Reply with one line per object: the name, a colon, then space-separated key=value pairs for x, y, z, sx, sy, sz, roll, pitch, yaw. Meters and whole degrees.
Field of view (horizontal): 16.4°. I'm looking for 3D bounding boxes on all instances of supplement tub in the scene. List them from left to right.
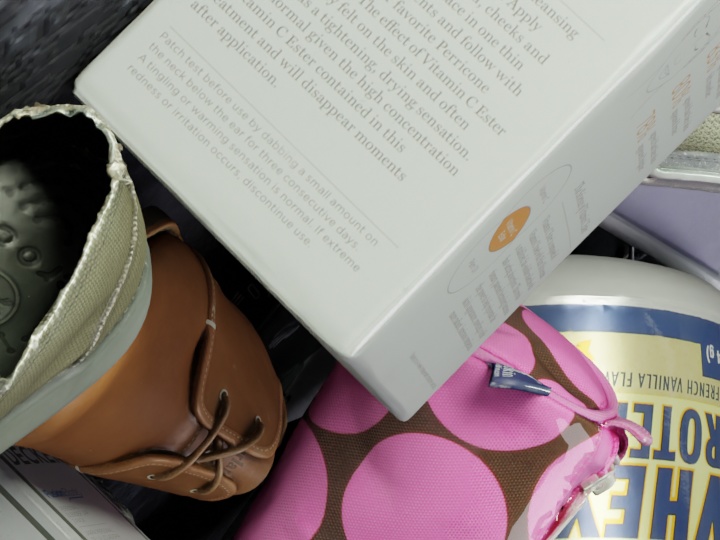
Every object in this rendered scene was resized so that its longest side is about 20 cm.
supplement tub: x=0.067 y=0.108 z=0.863 sx=0.144 sy=0.200 sz=0.144 roll=-2 pitch=162 yaw=-1

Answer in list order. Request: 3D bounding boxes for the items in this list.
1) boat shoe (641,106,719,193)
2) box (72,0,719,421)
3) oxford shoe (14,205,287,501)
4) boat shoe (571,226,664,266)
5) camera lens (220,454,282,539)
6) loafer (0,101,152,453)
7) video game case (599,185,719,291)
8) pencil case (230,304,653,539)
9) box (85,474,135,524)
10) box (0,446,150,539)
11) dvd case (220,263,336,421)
boat shoe: x=0.152 y=-0.044 z=0.799 sx=0.202 sy=0.074 sz=0.065 roll=10 pitch=125 yaw=-23
box: x=0.041 y=-0.071 z=0.636 sx=0.200 sy=0.097 sz=0.124 roll=-45 pitch=167 yaw=-2
oxford shoe: x=-0.054 y=0.030 z=0.678 sx=0.071 sy=0.071 sz=0.200 roll=-45 pitch=172 yaw=7
boat shoe: x=0.084 y=-0.007 z=0.960 sx=0.075 sy=0.062 sz=0.200 roll=-46 pitch=167 yaw=5
camera lens: x=0.017 y=0.143 z=1.045 sx=0.200 sy=0.160 sz=0.160 roll=-54 pitch=172 yaw=-22
loafer: x=-0.115 y=0.027 z=0.515 sx=0.200 sy=0.075 sz=0.070 roll=-48 pitch=166 yaw=-37
video game case: x=0.143 y=-0.078 z=0.830 sx=0.200 sy=0.023 sz=0.182 roll=28 pitch=115 yaw=-37
pencil case: x=0.001 y=0.101 z=0.770 sx=0.200 sy=0.094 sz=0.091 roll=-58 pitch=175 yaw=14
box: x=-0.137 y=0.148 z=0.896 sx=0.144 sy=0.036 sz=0.200 roll=-43 pitch=166 yaw=-14
box: x=-0.075 y=0.145 z=0.703 sx=0.117 sy=0.200 sz=0.060 roll=-50 pitch=169 yaw=8
dvd case: x=0.000 y=0.000 z=0.898 sx=0.150 sy=0.025 sz=0.200 roll=-50 pitch=168 yaw=19
